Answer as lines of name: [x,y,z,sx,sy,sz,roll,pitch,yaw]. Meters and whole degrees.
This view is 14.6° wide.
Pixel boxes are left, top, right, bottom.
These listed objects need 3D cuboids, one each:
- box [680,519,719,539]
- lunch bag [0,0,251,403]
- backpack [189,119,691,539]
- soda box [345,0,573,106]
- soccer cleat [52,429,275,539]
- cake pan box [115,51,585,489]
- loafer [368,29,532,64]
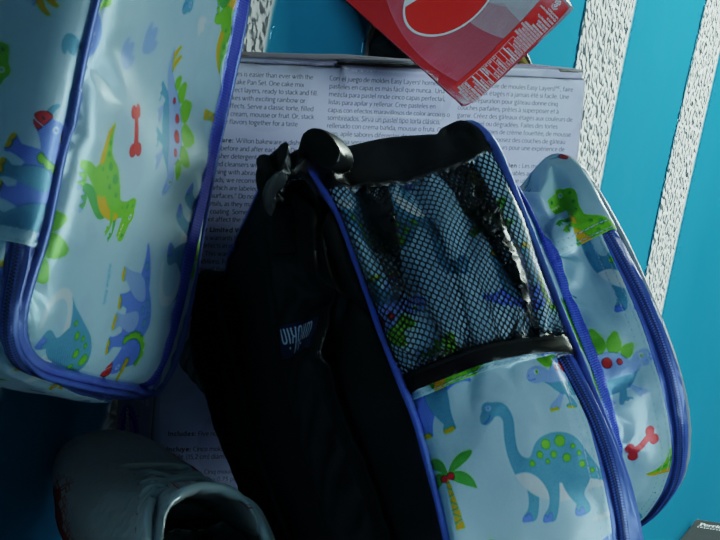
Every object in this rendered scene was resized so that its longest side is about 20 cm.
box: [0.329,0.257,2.125,0.141,0.200,0.079,-35,129,-62]
lunch bag: [-0.103,-0.055,1.021,0.161,0.082,0.200,36,64,-71]
backpack: [0.037,0.060,1.060,0.183,0.147,0.200,126,-51,-63]
soda box: [0.002,-0.139,1.076,0.063,0.070,0.200,-45,145,5]
soccer cleat: [-0.066,0.102,1.055,0.200,0.069,0.085,-128,-150,-52]
cake pan box: [0.000,0.000,1.190,0.200,0.052,0.184,-1,101,-25]
loafer: [0.035,-0.148,1.368,0.200,0.072,0.073,60,43,-58]
